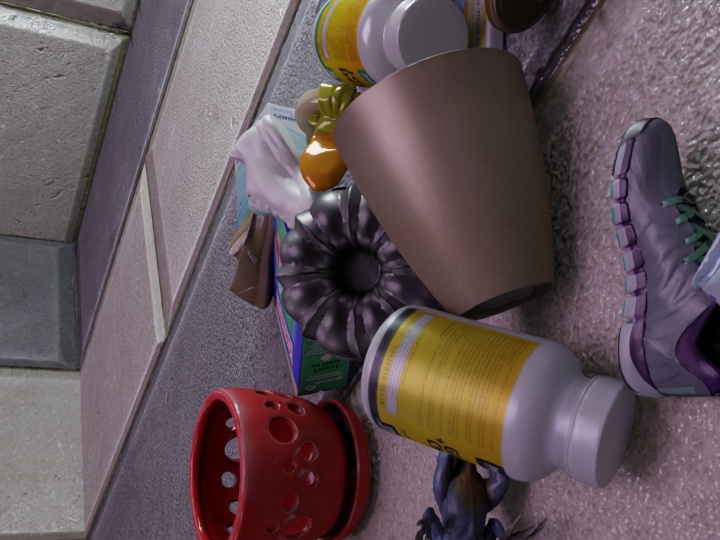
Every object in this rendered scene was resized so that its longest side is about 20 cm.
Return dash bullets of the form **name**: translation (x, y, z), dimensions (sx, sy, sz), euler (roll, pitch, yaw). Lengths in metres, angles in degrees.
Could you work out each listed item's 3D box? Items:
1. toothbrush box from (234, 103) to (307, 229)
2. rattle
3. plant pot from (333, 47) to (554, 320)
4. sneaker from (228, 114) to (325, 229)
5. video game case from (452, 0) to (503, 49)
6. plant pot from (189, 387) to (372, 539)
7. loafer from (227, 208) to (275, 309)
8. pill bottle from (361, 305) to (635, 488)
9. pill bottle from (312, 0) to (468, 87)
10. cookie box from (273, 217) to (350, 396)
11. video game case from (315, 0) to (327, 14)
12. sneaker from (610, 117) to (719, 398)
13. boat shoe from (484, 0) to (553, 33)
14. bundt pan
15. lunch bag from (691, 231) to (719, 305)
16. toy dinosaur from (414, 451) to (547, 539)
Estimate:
- **toothbrush box**: translation (-0.128, -0.129, 1.258), dimensions (0.146, 0.085, 0.201), euler (-42, 49, 50)
- **rattle**: translation (-0.031, -0.129, 1.002), dimensions (0.200, 0.130, 0.143), euler (140, 129, -66)
- **plant pot**: translation (0.094, -0.063, 0.740), dimensions (0.187, 0.187, 0.200), euler (-41, 63, 53)
- **sneaker**: translation (-0.091, -0.083, 0.973), dimensions (0.088, 0.075, 0.200), euler (-34, 69, 12)
- **video game case**: translation (0.099, -0.259, 0.920), dimensions (0.182, 0.023, 0.201), euler (-13, 71, 62)
- **plant pot**: translation (-0.096, 0.248, 1.003), dimensions (0.200, 0.182, 0.201), euler (-26, 60, 59)
- **loafer**: translation (-0.145, -0.043, 1.118), dimensions (0.076, 0.067, 0.201), euler (-81, -2, -73)
- **pill bottle**: translation (0.108, 0.102, 0.658), dimensions (0.200, 0.112, 0.112), euler (14, 97, 34)
- **pill bottle**: translation (0.032, -0.255, 0.902), dimensions (0.200, 0.112, 0.113), euler (30, 111, 60)
- **cookie box**: translation (-0.061, 0.031, 1.045), dimensions (0.200, 0.075, 0.171), euler (96, 160, -46)
- **video game case**: translation (-0.009, -0.391, 1.165), dimensions (0.143, 0.019, 0.200), euler (-64, 32, 32)
- **sneaker**: translation (0.230, -0.009, 0.569), dimensions (0.087, 0.074, 0.201), euler (-1, 94, 53)
- **boat shoe**: translation (0.155, -0.317, 0.783), dimensions (0.068, 0.072, 0.201), euler (4, 77, 67)
- **bundt pan**: translation (0.000, 0.000, 0.858), dimensions (0.076, 0.201, 0.203), euler (12, -95, -75)
- **lunch bag**: translation (0.288, -0.029, 0.390), dimensions (0.200, 0.127, 0.170), euler (-64, 34, 20)
- **toy dinosaur**: translation (0.105, 0.223, 0.720), dimensions (0.200, 0.105, 0.182), euler (64, -144, -76)
